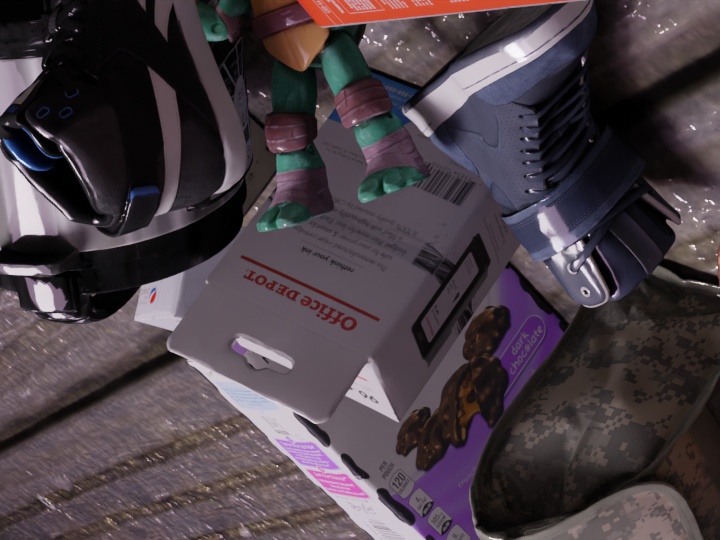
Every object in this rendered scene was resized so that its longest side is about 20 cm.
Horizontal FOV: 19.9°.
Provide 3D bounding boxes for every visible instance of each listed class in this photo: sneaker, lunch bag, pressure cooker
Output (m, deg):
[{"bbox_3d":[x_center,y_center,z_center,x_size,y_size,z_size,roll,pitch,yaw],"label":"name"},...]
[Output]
[{"bbox_3d":[-0.135,-0.114,0.975,0.073,0.112,0.201,-15,102,53],"label":"sneaker"},{"bbox_3d":[0.151,0.120,1.132,0.117,0.200,0.164,21,154,36],"label":"lunch bag"},{"bbox_3d":[0.104,-0.059,0.978,0.146,0.077,0.202,49,168,-2],"label":"sneaker"},{"bbox_3d":[-0.152,-0.075,1.159,0.178,0.175,0.201,31,133,54],"label":"pressure cooker"}]

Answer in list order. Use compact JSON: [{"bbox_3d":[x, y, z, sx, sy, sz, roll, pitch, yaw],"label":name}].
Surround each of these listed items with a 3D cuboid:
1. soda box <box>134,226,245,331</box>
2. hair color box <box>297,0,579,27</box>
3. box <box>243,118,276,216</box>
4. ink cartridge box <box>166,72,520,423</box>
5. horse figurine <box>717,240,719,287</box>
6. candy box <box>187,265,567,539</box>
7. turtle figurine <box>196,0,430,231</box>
[{"bbox_3d":[-0.038,0.023,1.303,0.199,0.069,0.064,17,169,-28],"label":"soda box"},{"bbox_3d":[0.048,-0.159,0.841,0.061,0.102,0.200,47,156,-28],"label":"hair color box"},{"bbox_3d":[-0.133,-0.065,1.372,0.082,0.069,0.200,41,158,-16],"label":"box"},{"bbox_3d":[0.000,0.000,1.114,0.116,0.200,0.068,24,156,30],"label":"ink cartridge box"},{"bbox_3d":[0.235,0.067,1.043,0.132,0.050,0.201,12,132,11],"label":"horse figurine"},{"bbox_3d":[0.023,0.055,1.240,0.200,0.168,0.071,45,157,-22],"label":"candy box"},{"bbox_3d":[-0.037,-0.127,1.018,0.149,0.100,0.201,-15,96,54],"label":"turtle figurine"}]
